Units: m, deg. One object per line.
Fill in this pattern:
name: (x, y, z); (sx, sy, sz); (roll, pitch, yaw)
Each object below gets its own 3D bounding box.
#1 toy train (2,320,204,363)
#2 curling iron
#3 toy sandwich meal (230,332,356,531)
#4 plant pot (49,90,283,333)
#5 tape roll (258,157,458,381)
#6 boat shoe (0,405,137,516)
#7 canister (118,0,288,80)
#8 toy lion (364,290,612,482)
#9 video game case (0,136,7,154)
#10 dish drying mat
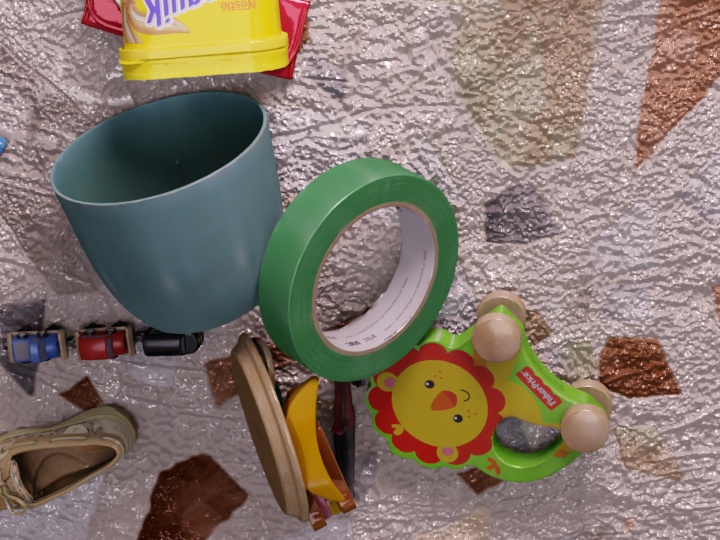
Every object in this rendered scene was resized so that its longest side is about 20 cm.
toy train: (-0.250, 0.071, 1.783); (0.199, 0.046, 0.034); (-3, 111, 6)
curling iron: (-0.014, 0.150, 1.794); (0.025, 0.050, 0.201); (-7, 121, -18)
toy sandwich meal: (-0.061, 0.147, 1.733); (0.070, 0.205, 0.206); (-18, 110, -10)
plant pot: (-0.157, -0.043, 1.659); (0.199, 0.201, 0.162); (-12, 120, 9)
tape roll: (0.000, 0.000, 1.667); (0.048, 0.200, 0.202); (30, 131, 42)
boat shoe: (-0.316, 0.193, 1.826); (0.199, 0.063, 0.074); (-26, 107, 14)
canister: (-0.144, -0.273, 1.610); (0.147, 0.087, 0.201); (-4, 102, 3)
toy lion: (0.112, 0.128, 1.770); (0.200, 0.069, 0.192); (44, 115, -12)
video game case: (-0.443, -0.078, 1.758); (0.143, 0.018, 0.200); (31, 110, -8)
dish drying mat: (-0.150, -0.232, 1.673); (0.199, 0.018, 0.077); (15, 110, -1)
